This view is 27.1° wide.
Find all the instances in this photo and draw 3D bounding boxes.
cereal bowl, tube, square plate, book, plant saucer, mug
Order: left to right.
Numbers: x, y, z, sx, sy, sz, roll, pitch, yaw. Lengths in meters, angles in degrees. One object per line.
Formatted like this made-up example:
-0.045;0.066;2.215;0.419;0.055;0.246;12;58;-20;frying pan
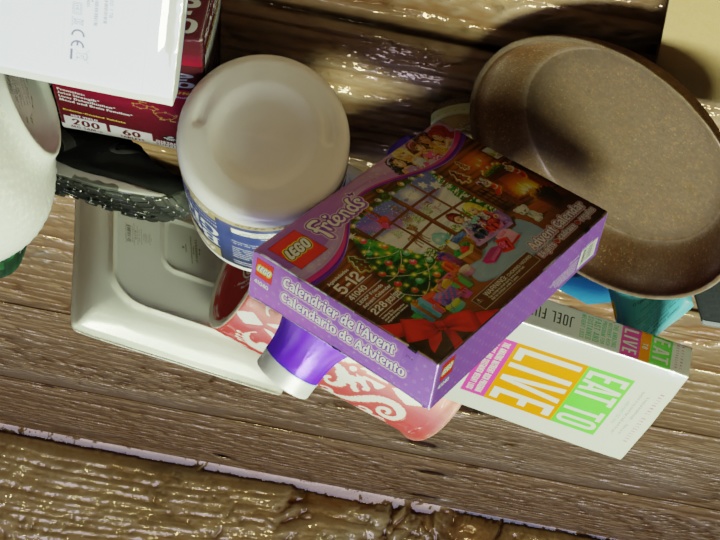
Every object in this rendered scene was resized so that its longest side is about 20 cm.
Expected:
-0.253;-0.105;0.980;0.083;0.202;0.200;-17;159;7;cereal bowl
-0.147;-0.008;1.248;0.197;0.201;0.028;21;135;-31;square plate
-0.001;0.024;1.203;0.199;0.134;0.178;26;125;-19;mug
0.123;0.063;1.087;0.198;0.048;0.134;18;149;-3;book
0.160;-0.071;0.943;0.200;0.037;0.201;32;147;23;plant saucer
0.196;-0.021;1.059;0.050;0.077;0.201;38;158;48;tube

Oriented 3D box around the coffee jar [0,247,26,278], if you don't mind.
-0.329;-0.065;1.294;0.084;0.105;0.200;10;165;-9;coffee jar

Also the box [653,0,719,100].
0.271;-0.128;0.850;0.198;0.021;0.164;8;163;8;box

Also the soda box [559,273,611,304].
0.241;-0.019;1.165;0.199;0.065;0.068;-8;156;45;soda box

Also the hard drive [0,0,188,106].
-0.197;-0.174;0.852;0.198;0.025;0.133;11;125;-2;hard drive

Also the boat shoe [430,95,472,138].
0.130;-0.060;1.071;0.199;0.077;0.071;20;162;-30;boat shoe

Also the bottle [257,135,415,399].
0.000;0.000;1.076;0.065;0.201;0.084;34;-170;-15;bottle

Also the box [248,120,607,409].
0.045;-0.011;0.921;0.136;0.200;0.039;30;133;22;box

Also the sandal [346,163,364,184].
-0.056;-0.087;1.162;0.201;0.050;0.083;17;153;25;sandal

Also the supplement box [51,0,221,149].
-0.148;-0.146;0.984;0.108;0.061;0.200;11;163;-2;supplement box

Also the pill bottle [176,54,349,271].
-0.065;-0.061;1.017;0.110;0.112;0.200;10;166;0;pill bottle

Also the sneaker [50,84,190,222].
-0.203;-0.099;1.102;0.198;0.088;0.076;16;171;22;sneaker

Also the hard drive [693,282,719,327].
0.309;-0.021;1.010;0.199;0.136;0.042;-6;-159;37;hard drive
